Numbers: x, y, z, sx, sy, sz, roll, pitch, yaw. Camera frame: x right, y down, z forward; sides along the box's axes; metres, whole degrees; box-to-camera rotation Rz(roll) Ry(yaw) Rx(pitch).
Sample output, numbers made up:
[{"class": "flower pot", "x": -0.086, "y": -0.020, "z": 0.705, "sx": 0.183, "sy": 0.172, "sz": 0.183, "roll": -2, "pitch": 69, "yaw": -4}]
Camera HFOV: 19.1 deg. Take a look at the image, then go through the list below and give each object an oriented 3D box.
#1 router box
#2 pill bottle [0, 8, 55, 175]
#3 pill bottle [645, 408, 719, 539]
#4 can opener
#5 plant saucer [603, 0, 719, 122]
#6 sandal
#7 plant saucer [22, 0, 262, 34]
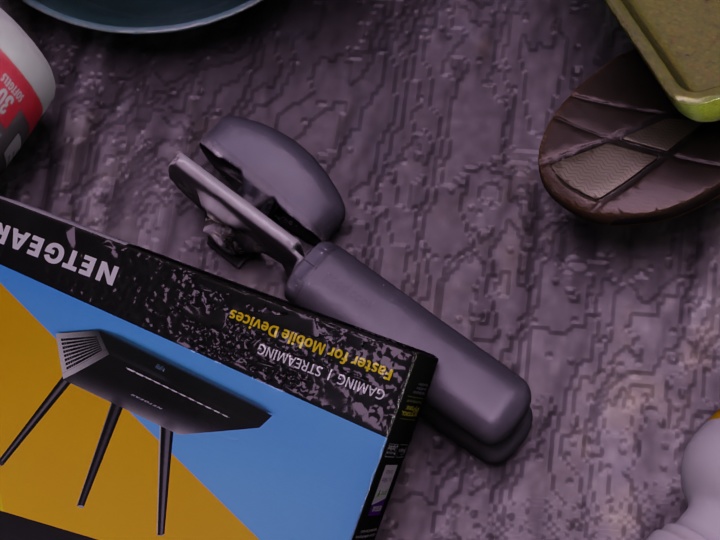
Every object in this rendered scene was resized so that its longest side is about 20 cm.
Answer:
[{"class": "router box", "x": -0.086, "y": 0.071, "z": 0.879, "sx": 0.199, "sy": 0.051, "sz": 0.150, "roll": 19, "pitch": 90, "yaw": 15}, {"class": "pill bottle", "x": -0.231, "y": -0.034, "z": 0.935, "sx": 0.110, "sy": 0.111, "sz": 0.200, "roll": 26, "pitch": 71, "yaw": 17}, {"class": "pill bottle", "x": 0.198, "y": 0.071, "z": 0.841, "sx": 0.200, "sy": 0.104, "sz": 0.104, "roll": -43, "pitch": 68, "yaw": -12}, {"class": "can opener", "x": 0.000, "y": 0.000, "z": 0.925, "sx": 0.200, "sy": 0.053, "sz": 0.067, "roll": 35, "pitch": 75, "yaw": 19}, {"class": "plant saucer", "x": 0.184, "y": -0.143, "z": 0.934, "sx": 0.199, "sy": 0.048, "sz": 0.200, "roll": -16, "pitch": 49, "yaw": -12}, {"class": "sandal", "x": 0.160, "y": -0.077, "z": 0.945, "sx": 0.082, "sy": 0.055, "sz": 0.200, "roll": 34, "pitch": 58, "yaw": 24}, {"class": "plant saucer", "x": -0.094, "y": -0.193, "z": 1.033, "sx": 0.199, "sy": 0.036, "sz": 0.201, "roll": -2, "pitch": 66, "yaw": 5}]
